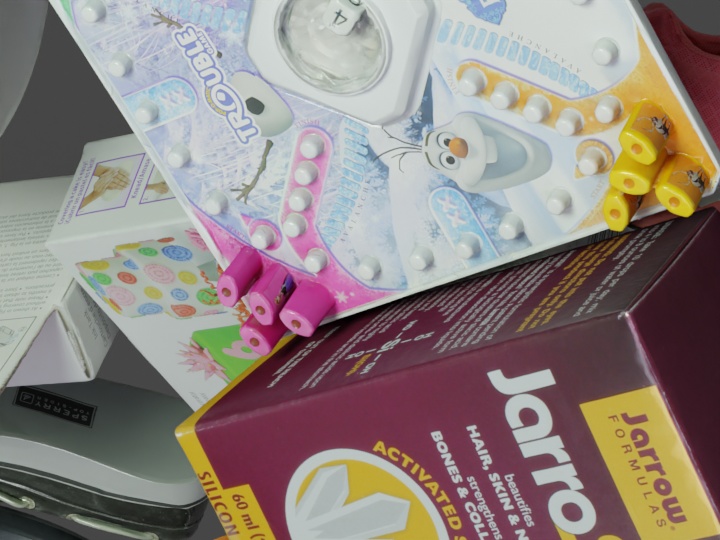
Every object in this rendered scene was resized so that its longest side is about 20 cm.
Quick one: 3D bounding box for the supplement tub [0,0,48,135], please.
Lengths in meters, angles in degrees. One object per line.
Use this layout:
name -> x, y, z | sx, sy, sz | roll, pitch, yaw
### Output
supplement tub -> -0.227, -0.118, 0.832 | 0.199, 0.145, 0.145 | 11, 131, 11

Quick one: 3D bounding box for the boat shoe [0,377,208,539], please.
boat shoe -> -0.162, 0.075, 1.021 | 0.199, 0.071, 0.064 | 20, 131, 0

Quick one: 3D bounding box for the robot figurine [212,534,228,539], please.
robot figurine -> -0.087, 0.208, 1.081 | 0.144, 0.058, 0.201 | -15, 145, -13

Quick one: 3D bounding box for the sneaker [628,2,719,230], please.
sneaker -> 0.178, -0.049, 0.799 | 0.198, 0.074, 0.087 | 7, 104, 1

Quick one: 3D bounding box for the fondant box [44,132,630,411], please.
fondant box -> 0.000, 0.000, 0.882 | 0.199, 0.059, 0.144 | -9, 138, 30

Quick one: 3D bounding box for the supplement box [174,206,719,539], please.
supplement box -> 0.049, 0.065, 0.794 | 0.199, 0.086, 0.111 | -17, 104, 37

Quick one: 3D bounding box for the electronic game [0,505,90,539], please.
electronic game -> -0.198, 0.151, 1.086 | 0.198, 0.042, 0.200 | 7, 152, 4

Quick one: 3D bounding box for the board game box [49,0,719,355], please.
board game box -> -0.010, -0.077, 0.750 | 0.199, 0.026, 0.201 | -19, 113, 35

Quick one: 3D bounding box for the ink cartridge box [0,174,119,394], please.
ink cartridge box -> -0.201, 0.033, 0.927 | 0.199, 0.177, 0.045 | -5, 126, 23
